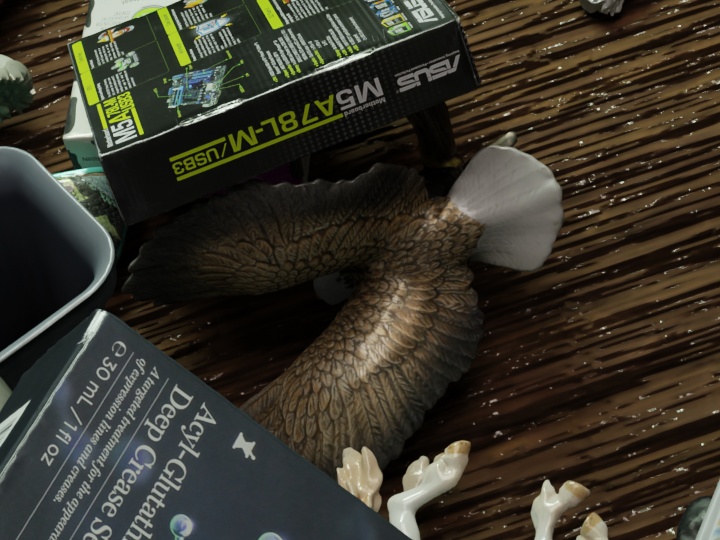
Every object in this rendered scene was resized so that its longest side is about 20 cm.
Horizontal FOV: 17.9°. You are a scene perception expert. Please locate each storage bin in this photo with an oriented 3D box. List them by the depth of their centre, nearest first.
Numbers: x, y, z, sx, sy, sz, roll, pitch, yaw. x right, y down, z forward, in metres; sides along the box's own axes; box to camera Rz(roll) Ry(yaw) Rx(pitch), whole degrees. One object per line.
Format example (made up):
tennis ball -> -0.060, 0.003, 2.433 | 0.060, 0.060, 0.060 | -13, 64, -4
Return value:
storage bin -> -0.221, 0.052, 1.185 | 0.199, 0.135, 0.145 | -36, 55, -18

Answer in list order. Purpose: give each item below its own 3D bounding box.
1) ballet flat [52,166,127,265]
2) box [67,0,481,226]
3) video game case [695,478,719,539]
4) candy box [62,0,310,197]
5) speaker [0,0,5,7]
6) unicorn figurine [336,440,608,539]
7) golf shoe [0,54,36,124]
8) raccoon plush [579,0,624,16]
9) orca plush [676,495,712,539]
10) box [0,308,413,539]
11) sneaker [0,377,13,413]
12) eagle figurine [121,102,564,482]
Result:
ballet flat -> -0.227, -0.012, 1.282 | 0.198, 0.074, 0.075 | -10, 51, 8
box -> -0.052, -0.108, 1.198 | 0.192, 0.048, 0.200 | -24, 25, -3
video game case -> 0.262, 0.097, 1.048 | 0.181, 0.022, 0.200 | 14, 42, 17
candy box -> -0.092, -0.136, 1.352 | 0.135, 0.061, 0.201 | -1, 52, 9
speaker -> -0.239, -0.215, 1.429 | 0.081, 0.082, 0.201 | 16, 57, 22
unicorn figurine -> 0.062, 0.161, 1.095 | 0.199, 0.074, 0.138 | 10, 64, 36
golf shoe -> -0.294, -0.116, 1.352 | 0.198, 0.078, 0.098 | -10, 69, 2
raccoon plush -> 0.200, -0.252, 1.335 | 0.096, 0.135, 0.201 | 21, 59, 23
orca plush -> 0.191, 0.135, 1.080 | 0.105, 0.071, 0.201 | 20, 59, 24
box -> -0.085, 0.144, 0.969 | 0.199, 0.107, 0.149 | 37, 59, -12
sneaker -> -0.186, 0.130, 1.034 | 0.113, 0.076, 0.201 | -19, 81, -24
eagle figurine -> -0.002, 0.004, 1.189 | 0.151, 0.152, 0.200 | 35, 54, 22
